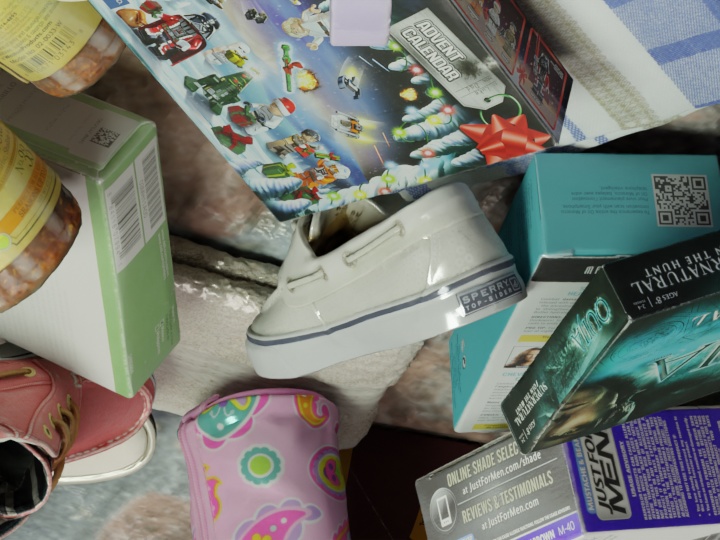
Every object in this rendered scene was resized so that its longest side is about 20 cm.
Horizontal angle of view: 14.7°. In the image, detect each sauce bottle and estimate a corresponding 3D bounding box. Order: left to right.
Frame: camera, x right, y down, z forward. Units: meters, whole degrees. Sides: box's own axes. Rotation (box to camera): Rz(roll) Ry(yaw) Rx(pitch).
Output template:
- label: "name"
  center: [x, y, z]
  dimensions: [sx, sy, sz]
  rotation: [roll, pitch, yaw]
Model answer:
- label: "sauce bottle"
  center: [-0.197, -0.067, 1.093]
  dimensions: [0.066, 0.066, 0.200]
  rotation: [-20, 127, 40]
- label: "sauce bottle"
  center: [-0.173, -0.139, 1.064]
  dimensions: [0.066, 0.066, 0.200]
  rotation: [-18, 141, 38]

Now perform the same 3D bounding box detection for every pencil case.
- label: "pencil case"
  center: [-0.043, 0.158, 1.334]
  dimensions: [0.087, 0.200, 0.087]
  rotation: [-4, 162, -1]

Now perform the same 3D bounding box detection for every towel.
- label: "towel"
  center: [-0.076, 0.031, 1.356]
  dimensions: [0.200, 0.035, 0.133]
  rotation: [15, 150, -10]
- label: "towel"
  center: [0.055, -0.093, 1.121]
  dimensions: [0.200, 0.024, 0.147]
  rotation: [-16, 139, 33]

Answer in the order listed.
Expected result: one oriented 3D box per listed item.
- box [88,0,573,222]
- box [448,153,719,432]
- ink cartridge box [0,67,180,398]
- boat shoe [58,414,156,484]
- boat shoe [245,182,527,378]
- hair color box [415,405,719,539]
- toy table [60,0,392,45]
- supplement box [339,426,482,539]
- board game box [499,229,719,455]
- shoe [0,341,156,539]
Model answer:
- label: "box"
  center: [-0.027, -0.108, 1.068]
  dimensions: [0.137, 0.040, 0.200]
  rotation: [-15, 132, 32]
- label: "box"
  center: [0.096, 0.014, 1.234]
  dimensions: [0.082, 0.049, 0.200]
  rotation: [1, 155, -10]
- label: "ink cartridge box"
  center: [-0.179, -0.036, 1.240]
  dimensions: [0.200, 0.048, 0.146]
  rotation: [23, 143, 21]
- label: "boat shoe"
  center: [-0.201, 0.069, 1.447]
  dimensions: [0.200, 0.057, 0.067]
  rotation: [2, 113, 5]
- label: "boat shoe"
  center: [0.000, 0.000, 1.215]
  dimensions: [0.071, 0.070, 0.200]
  rotation: [-22, -178, -26]
- label: "hair color box"
  center: [0.139, 0.108, 1.325]
  dimensions: [0.200, 0.065, 0.109]
  rotation: [2, 158, -37]
- label: "toy table"
  center: [-0.046, -0.166, 0.885]
  dimensions: [0.117, 0.184, 0.200]
  rotation: [1, 112, -2]
- label: "supplement box"
  center: [0.054, 0.207, 1.455]
  dimensions: [0.200, 0.198, 0.133]
  rotation: [10, 150, 1]
- label: "board game box"
  center: [0.167, 0.013, 1.163]
  dimensions: [0.200, 0.028, 0.135]
  rotation: [-16, 159, -23]
- label: "shoe"
  center: [-0.155, 0.079, 1.263]
  dimensions: [0.200, 0.072, 0.091]
  rotation: [-1, -151, -45]
